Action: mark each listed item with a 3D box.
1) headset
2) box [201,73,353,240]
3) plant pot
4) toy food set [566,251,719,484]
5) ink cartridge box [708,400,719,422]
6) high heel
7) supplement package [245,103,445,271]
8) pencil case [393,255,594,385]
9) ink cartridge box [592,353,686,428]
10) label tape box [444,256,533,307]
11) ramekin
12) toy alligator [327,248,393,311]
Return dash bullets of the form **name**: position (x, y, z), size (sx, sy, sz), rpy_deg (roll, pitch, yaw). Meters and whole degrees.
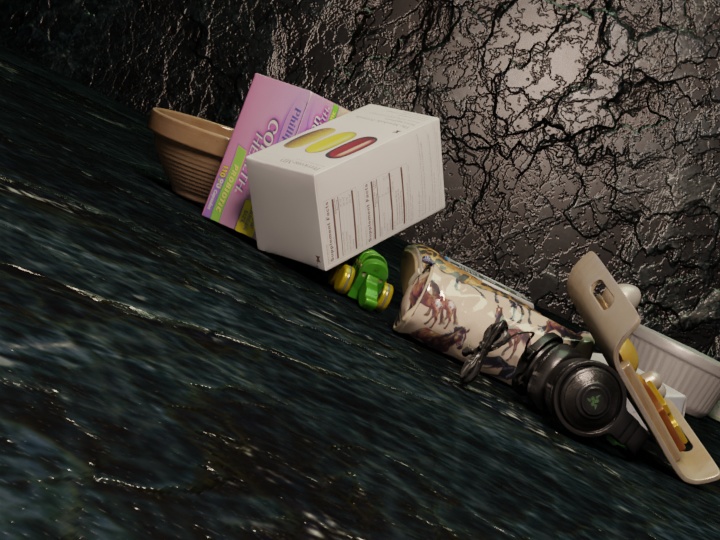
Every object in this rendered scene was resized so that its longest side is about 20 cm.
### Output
- **headset**: position (0.173, 0.110, 1.162), size (0.200, 0.094, 0.123), rpy_deg (41, -4, -31)
- **box**: position (-0.063, -0.110, 1.537), size (0.096, 0.178, 0.199), rpy_deg (23, 3, 36)
- **plant pot**: position (-0.178, -0.131, 1.631), size (0.199, 0.094, 0.201), rpy_deg (19, 7, -2)
- **toy food set**: position (0.269, 0.090, 1.218), size (0.201, 0.060, 0.144), rpy_deg (56, 7, -26)
- **ink cartridge box**: position (0.681, 0.263, 2.251), size (0.199, 0.048, 0.145), rpy_deg (29, 6, 36)
- **high heel**: position (0.128, 0.027, 1.533), size (0.141, 0.072, 0.200), rpy_deg (5, 26, -18)
- **supplement package**: position (-0.013, -0.095, 1.427), size (0.113, 0.111, 0.199), rpy_deg (16, 33, 40)
- **pencil case**: position (0.134, 0.060, 1.293), size (0.198, 0.078, 0.090), rpy_deg (24, 39, -7)
- **ink cartridge box**: position (0.235, 0.129, 1.448), size (0.198, 0.058, 0.162), rpy_deg (2, 13, -19)
- **label tape box**: position (0.201, 0.053, 1.892), size (0.198, 0.067, 0.143), rpy_deg (24, 4, -1)
- **ramekin**: position (0.502, 0.162, 2.118), size (0.201, 0.095, 0.202), rpy_deg (25, 5, -2)
- **toy alligator**: position (0.000, 0.000, 1.426), size (0.059, 0.055, 0.200), rpy_deg (25, 5, -13)
